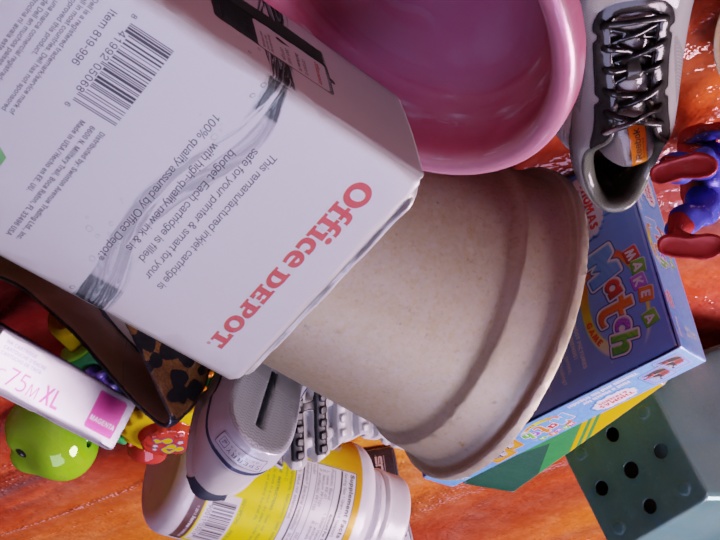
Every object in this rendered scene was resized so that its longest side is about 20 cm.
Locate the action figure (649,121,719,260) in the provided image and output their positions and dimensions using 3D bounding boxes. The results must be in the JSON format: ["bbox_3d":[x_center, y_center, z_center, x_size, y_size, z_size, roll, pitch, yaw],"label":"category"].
[{"bbox_3d":[0.224,-0.052,0.765,0.098,0.066,0.200,-3,-169,16],"label":"action figure"}]

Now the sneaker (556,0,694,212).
[{"bbox_3d":[0.149,-0.111,0.729,0.074,0.080,0.201,-6,144,1],"label":"sneaker"}]

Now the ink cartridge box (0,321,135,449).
[{"bbox_3d":[-0.245,0.045,0.843,0.199,0.042,0.119,18,165,41],"label":"ink cartridge box"}]

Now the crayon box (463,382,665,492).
[{"bbox_3d":[0.134,0.052,0.921,0.051,0.127,0.200,15,139,-29],"label":"crayon box"}]

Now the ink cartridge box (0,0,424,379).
[{"bbox_3d":[-0.093,-0.060,0.598,0.200,0.083,0.147,33,116,-26],"label":"ink cartridge box"}]

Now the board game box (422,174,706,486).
[{"bbox_3d":[0.113,0.032,0.864,0.200,0.152,0.037,-33,140,32],"label":"board game box"}]

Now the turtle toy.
[{"bbox_3d":[-0.157,0.083,0.927,0.199,0.102,0.146,-18,145,14],"label":"turtle toy"}]

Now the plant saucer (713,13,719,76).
[{"bbox_3d":[0.288,-0.157,0.727,0.199,0.036,0.201,-5,146,-3],"label":"plant saucer"}]

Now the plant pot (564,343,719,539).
[{"bbox_3d":[0.254,0.144,1.004,0.199,0.142,0.141,1,146,-49],"label":"plant pot"}]

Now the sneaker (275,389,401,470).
[{"bbox_3d":[-0.003,0.099,1.021,0.199,0.076,0.081,-2,-169,-32],"label":"sneaker"}]

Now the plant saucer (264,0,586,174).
[{"bbox_3d":[0.019,-0.135,0.622,0.200,0.051,0.201,26,148,17],"label":"plant saucer"}]

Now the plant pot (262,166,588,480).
[{"bbox_3d":[0.000,0.000,0.782,0.183,0.201,0.201,22,137,-21],"label":"plant pot"}]

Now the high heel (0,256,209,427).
[{"bbox_3d":[-0.184,0.019,0.791,0.199,0.143,0.071,10,142,-25],"label":"high heel"}]

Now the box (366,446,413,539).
[{"bbox_3d":[-0.034,0.237,1.223,0.157,0.049,0.200,-9,145,3],"label":"box"}]

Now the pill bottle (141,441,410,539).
[{"bbox_3d":[-0.064,0.176,1.055,0.199,0.110,0.109,20,138,-23],"label":"pill bottle"}]

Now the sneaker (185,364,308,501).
[{"bbox_3d":[-0.069,0.066,0.850,0.073,0.200,0.071,43,120,-11],"label":"sneaker"}]
